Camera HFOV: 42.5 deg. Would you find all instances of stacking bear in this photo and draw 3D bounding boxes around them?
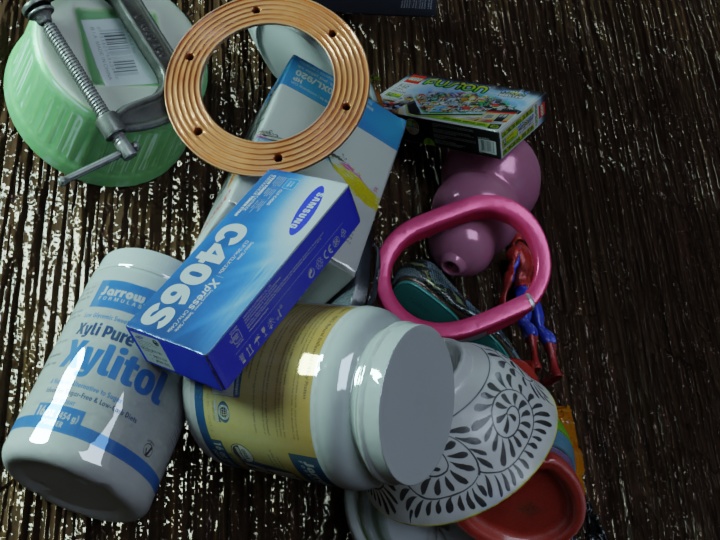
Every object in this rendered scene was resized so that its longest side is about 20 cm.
[{"bbox_3d":[0.155,0.168,0.933,0.114,0.121,0.202,43,25,-26],"label":"stacking bear"}]

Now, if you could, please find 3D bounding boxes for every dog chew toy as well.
[{"bbox_3d":[0.139,-0.075,1.095,0.124,0.124,0.202,37,54,-10],"label":"dog chew toy"}]

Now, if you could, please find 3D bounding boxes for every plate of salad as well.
[{"bbox_3d":[-0.049,-0.231,1.012,0.200,0.200,0.048,44,74,-5],"label":"plate of salad"}]

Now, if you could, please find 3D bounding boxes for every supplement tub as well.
[{"bbox_3d":[-0.207,0.098,0.800,0.130,0.132,0.203,28,56,-16],"label":"supplement tub"},{"bbox_3d":[-0.035,0.101,0.771,0.144,0.196,0.148,-4,95,-56],"label":"supplement tub"}]

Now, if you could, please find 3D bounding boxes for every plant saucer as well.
[{"bbox_3d":[0.071,0.251,0.926,0.196,0.051,0.203,14,44,-13],"label":"plant saucer"}]

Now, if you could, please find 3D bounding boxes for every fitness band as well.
[{"bbox_3d":[0.109,-0.001,0.988,0.196,0.038,0.146,-20,72,-8],"label":"fitness band"}]

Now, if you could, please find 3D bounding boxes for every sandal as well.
[{"bbox_3d":[0.000,-0.001,0.966,0.042,0.077,0.202,27,31,-12],"label":"sandal"}]

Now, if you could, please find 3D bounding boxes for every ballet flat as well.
[{"bbox_3d":[0.120,0.060,1.059,0.200,0.074,0.075,45,53,-9],"label":"ballet flat"}]

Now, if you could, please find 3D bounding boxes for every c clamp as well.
[{"bbox_3d":[-0.243,-0.193,0.857,0.169,0.027,0.203,-24,82,-37],"label":"c clamp"}]

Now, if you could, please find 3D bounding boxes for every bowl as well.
[{"bbox_3d":[0.074,0.127,0.856,0.201,0.198,0.095,-49,122,-37],"label":"bowl"}]

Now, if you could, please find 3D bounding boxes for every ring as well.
[{"bbox_3d":[-0.088,-0.177,0.882,0.195,0.019,0.205,-1,68,2],"label":"ring"}]

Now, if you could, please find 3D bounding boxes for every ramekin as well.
[{"bbox_3d":[-0.250,-0.197,0.934,0.196,0.098,0.204,13,61,-25],"label":"ramekin"}]

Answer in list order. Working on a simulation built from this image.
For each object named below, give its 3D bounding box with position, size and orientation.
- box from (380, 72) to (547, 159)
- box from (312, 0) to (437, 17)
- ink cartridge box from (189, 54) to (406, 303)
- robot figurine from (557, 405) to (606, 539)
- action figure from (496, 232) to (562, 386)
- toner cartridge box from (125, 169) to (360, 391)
[{"bbox_3d":[0.110,-0.187,1.104,0.110,0.197,0.035,-40,133,-37],"label":"box"},{"bbox_3d":[-0.033,-0.363,1.077,0.179,0.199,0.106,-6,114,-33],"label":"box"},{"bbox_3d":[-0.066,-0.078,0.958,0.143,0.147,0.203,28,56,-14],"label":"ink cartridge box"},{"bbox_3d":[0.200,0.247,1.019,0.142,0.058,0.204,11,62,-26],"label":"robot figurine"},{"bbox_3d":[0.201,0.038,1.127,0.064,0.052,0.204,18,55,-29],"label":"action figure"},{"bbox_3d":[-0.092,0.000,0.763,0.201,0.093,0.044,-53,140,-32],"label":"toner cartridge box"}]
